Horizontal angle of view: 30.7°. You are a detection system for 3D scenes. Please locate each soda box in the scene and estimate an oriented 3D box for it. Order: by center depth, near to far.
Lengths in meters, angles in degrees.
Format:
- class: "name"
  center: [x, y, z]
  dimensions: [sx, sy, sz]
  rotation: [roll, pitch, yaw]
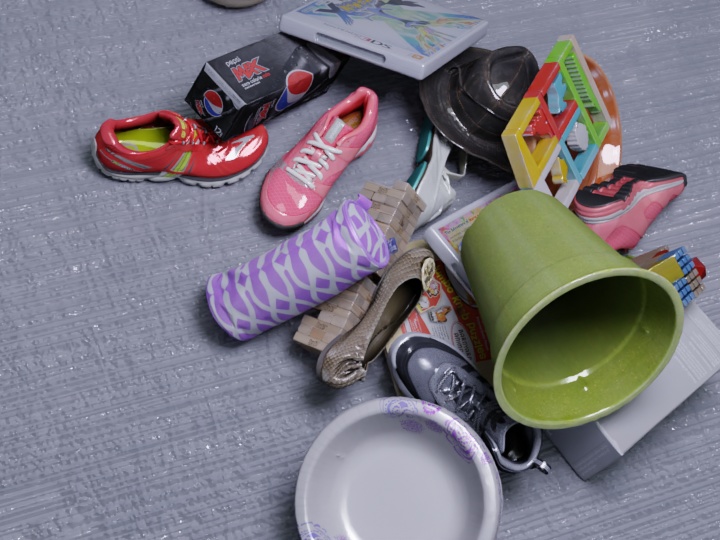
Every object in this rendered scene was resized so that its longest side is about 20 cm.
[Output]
- class: "soda box"
  center: [-0.101, -0.215, 1.469]
  dimensions: [0.071, 0.063, 0.200]
  rotation: [46, 42, 8]

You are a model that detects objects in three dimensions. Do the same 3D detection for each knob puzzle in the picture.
- class: "knob puzzle"
  center: [0.110, 0.049, 1.459]
  dimensions: [0.218, 0.030, 0.221]
  rotation: [6, 64, -11]

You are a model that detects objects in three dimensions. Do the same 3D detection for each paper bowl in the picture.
- class: "paper bowl"
  center: [0.041, 0.226, 1.293]
  dimensions: [0.199, 0.104, 0.202]
  rotation: [-1, 83, 10]

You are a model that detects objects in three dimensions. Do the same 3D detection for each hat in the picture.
- class: "hat"
  center: [0.163, -0.216, 1.534]
  dimensions: [0.199, 0.081, 0.202]
  rotation: [19, 47, -22]

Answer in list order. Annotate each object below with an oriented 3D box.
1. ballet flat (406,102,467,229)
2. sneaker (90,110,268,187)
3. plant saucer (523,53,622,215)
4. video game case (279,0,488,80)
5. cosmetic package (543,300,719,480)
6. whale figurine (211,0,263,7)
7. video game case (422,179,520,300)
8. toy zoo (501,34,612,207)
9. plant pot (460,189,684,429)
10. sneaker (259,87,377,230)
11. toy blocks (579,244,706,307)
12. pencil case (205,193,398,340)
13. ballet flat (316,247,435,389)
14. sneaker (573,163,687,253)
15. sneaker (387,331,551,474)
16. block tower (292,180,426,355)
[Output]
- class: "ballet flat"
  center: [0.087, -0.110, 1.509]
  dimensions: [0.069, 0.070, 0.201]
  rotation: [22, 59, -4]
- class: "sneaker"
  center: [-0.193, -0.139, 1.436]
  dimensions: [0.199, 0.085, 0.078]
  rotation: [-7, 69, -17]
- class: "plant saucer"
  center: [0.243, -0.151, 1.525]
  dimensions: [0.200, 0.032, 0.202]
  rotation: [-3, 94, -50]
- class: "video game case"
  center: [0.031, -0.283, 1.516]
  dimensions: [0.181, 0.022, 0.200]
  rotation: [22, 31, 17]
- class: "cosmetic package"
  center: [0.302, 0.130, 1.430]
  dimensions: [0.200, 0.107, 0.090]
  rotation: [-38, 80, -24]
- class: "whale figurine"
  center: [-0.173, -0.406, 1.553]
  dimensions: [0.200, 0.104, 0.159]
  rotation: [39, 63, 5]
- class: "video game case"
  center: [0.187, -0.008, 1.475]
  dimensions: [0.200, 0.024, 0.182]
  rotation: [-29, 75, -44]
- class: "toy zoo"
  center: [0.215, -0.146, 1.450]
  dimensions: [0.200, 0.020, 0.132]
  rotation: [-58, 131, -32]
- class: "plant pot"
  center: [0.189, 0.020, 1.312]
  dimensions: [0.199, 0.201, 0.190]
  rotation: [-8, 41, -17]
- class: "sneaker"
  center: [-0.046, -0.133, 1.462]
  dimensions: [0.074, 0.087, 0.200]
  rotation: [35, 62, 4]
- class: "toy blocks"
  center: [0.306, 0.024, 1.419]
  dimensions: [0.200, 0.136, 0.100]
  rotation: [-33, 95, -45]
- class: "pencil case"
  center: [-0.066, -0.003, 1.355]
  dimensions: [0.199, 0.084, 0.086]
  rotation: [-28, 55, 18]
- class: "ballet flat"
  center: [0.027, 0.051, 1.372]
  dimensions: [0.046, 0.068, 0.200]
  rotation: [16, 49, 35]
- class: "sneaker"
  center: [0.315, -0.069, 1.550]
  dimensions: [0.073, 0.087, 0.199]
  rotation: [18, 29, 40]
- class: "sneaker"
  center: [0.119, 0.138, 1.346]
  dimensions: [0.200, 0.114, 0.076]
  rotation: [43, 80, -13]
- class: "block tower"
  center: [0.000, 0.000, 1.404]
  dimensions: [0.058, 0.054, 0.201]
  rotation: [19, 76, 32]
